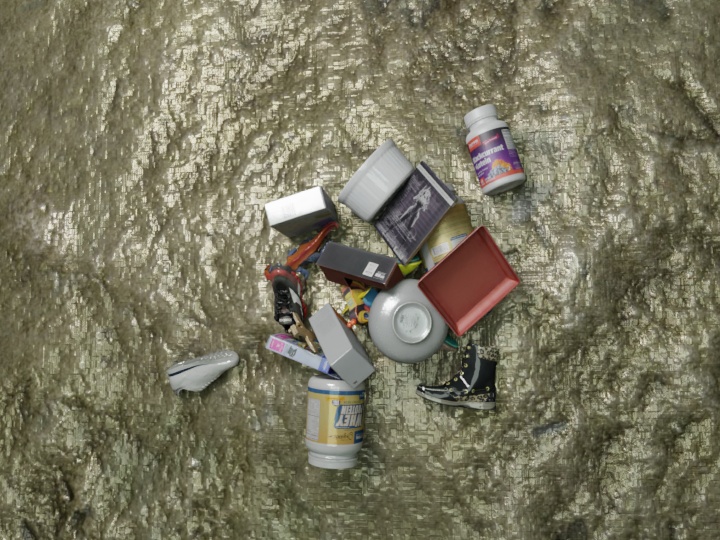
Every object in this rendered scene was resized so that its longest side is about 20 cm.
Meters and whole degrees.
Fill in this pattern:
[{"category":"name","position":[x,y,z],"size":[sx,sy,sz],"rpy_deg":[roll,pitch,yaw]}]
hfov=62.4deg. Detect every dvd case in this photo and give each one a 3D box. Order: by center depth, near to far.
[{"category":"dvd case","position":[0.125,-0.133,1.388],"size":[0.201,0.016,0.149],"rpy_deg":[-53,50,22]}]

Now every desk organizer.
[{"category":"desk organizer","position":[0.000,0.000,1.418],"size":[0.197,0.077,0.072],"rpy_deg":[16,63,31]}]

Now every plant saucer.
[{"category":"plant saucer","position":[0.243,0.022,1.356],"size":[0.199,0.037,0.200],"rpy_deg":[-42,122,1]}]

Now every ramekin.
[{"category":"ramekin","position":[0.044,-0.214,1.460],"size":[0.098,0.200,0.201],"rpy_deg":[43,91,1]}]

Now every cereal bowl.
[{"category":"cereal bowl","position":[0.116,0.121,1.396],"size":[0.196,0.083,0.205],"rpy_deg":[0,89,-3]}]

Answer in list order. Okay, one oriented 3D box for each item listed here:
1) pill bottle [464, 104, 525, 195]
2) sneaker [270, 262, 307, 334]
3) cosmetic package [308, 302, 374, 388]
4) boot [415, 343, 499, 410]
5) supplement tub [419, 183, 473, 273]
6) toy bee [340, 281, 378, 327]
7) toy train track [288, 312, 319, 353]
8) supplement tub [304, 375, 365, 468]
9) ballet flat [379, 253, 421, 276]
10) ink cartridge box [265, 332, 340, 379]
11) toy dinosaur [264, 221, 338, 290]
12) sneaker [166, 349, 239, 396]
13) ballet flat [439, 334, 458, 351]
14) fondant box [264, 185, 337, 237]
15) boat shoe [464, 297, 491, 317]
[{"category":"pill bottle","position":[0.326,-0.299,1.472],"size":[0.109,0.111,0.204],"rpy_deg":[-18,83,5]},{"category":"sneaker","position":[-0.179,0.076,1.457],"size":[0.069,0.203,0.099],"rpy_deg":[-2,42,10]},{"category":"cosmetic package","position":[-0.048,0.176,1.426],"size":[0.071,0.201,0.102],"rpy_deg":[-39,124,4]},{"category":"boot","position":[0.241,0.252,1.455],"size":[0.199,0.073,0.157],"rpy_deg":[9,88,0]},{"category":"supplement tub","position":[0.201,-0.093,1.445],"size":[0.142,0.145,0.204],"rpy_deg":[-19,84,5]},{"category":"toy bee","position":[0.002,0.089,1.470],"size":[0.200,0.108,0.132],"rpy_deg":[44,134,24]},{"category":"toy train track","position":[-0.126,0.166,1.444],"size":[0.032,0.200,0.116],"rpy_deg":[-36,66,8]},{"category":"supplement tub","position":[-0.062,0.364,1.446],"size":[0.141,0.145,0.205],"rpy_deg":[2,86,7]},{"category":"ballet flat","position":[0.073,-0.006,1.469],"size":[0.198,0.066,0.068],"rpy_deg":[6,111,42]},{"category":"ink cartridge box","position":[-0.127,0.210,1.479],"size":[0.197,0.119,0.043],"rpy_deg":[23,90,8]},{"category":"toy dinosaur","position":[-0.160,-0.043,1.496],"size":[0.180,0.202,0.105],"rpy_deg":[-31,64,-28]},{"category":"sneaker","position":[-0.401,0.264,1.539],"size":[0.196,0.076,0.082],"rpy_deg":[-16,95,10]},{"category":"ballet flat","position":[0.153,0.154,1.487],"size":[0.199,0.068,0.068],"rpy_deg":[38,110,13]},{"category":"fondant box","position":[-0.141,-0.141,1.469],"size":[0.142,0.200,0.059],"rpy_deg":[-17,85,5]},{"category":"boat shoe","position":[0.226,0.079,1.463],"size":[0.196,0.091,0.072],"rpy_deg":[3,86,7]}]
